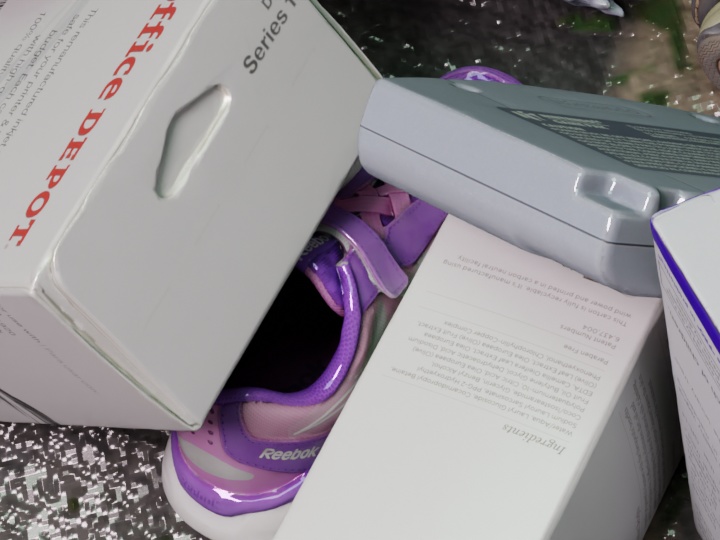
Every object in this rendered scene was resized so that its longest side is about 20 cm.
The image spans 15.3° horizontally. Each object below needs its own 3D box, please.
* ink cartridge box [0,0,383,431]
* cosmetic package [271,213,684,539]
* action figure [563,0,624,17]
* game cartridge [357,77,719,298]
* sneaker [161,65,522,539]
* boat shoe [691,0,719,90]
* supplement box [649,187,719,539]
[{"bbox_3d":[-0.105,-0.026,0.912,0.200,0.084,0.146,0,53,49],"label":"ink cartridge box"},{"bbox_3d":[0.031,0.093,0.852,0.085,0.108,0.200,20,63,21],"label":"cosmetic package"},{"bbox_3d":[0.075,-0.202,0.998,0.149,0.134,0.200,21,104,43],"label":"action figure"},{"bbox_3d":[0.102,-0.025,0.867,0.133,0.200,0.042,23,104,47],"label":"game cartridge"},{"bbox_3d":[0.000,0.000,0.926,0.080,0.089,0.200,27,66,26],"label":"sneaker"},{"bbox_3d":[0.214,-0.122,0.968,0.200,0.075,0.073,-13,57,1],"label":"boat shoe"},{"bbox_3d":[0.158,0.052,0.796,0.101,0.200,0.103,-24,56,-5],"label":"supplement box"}]
